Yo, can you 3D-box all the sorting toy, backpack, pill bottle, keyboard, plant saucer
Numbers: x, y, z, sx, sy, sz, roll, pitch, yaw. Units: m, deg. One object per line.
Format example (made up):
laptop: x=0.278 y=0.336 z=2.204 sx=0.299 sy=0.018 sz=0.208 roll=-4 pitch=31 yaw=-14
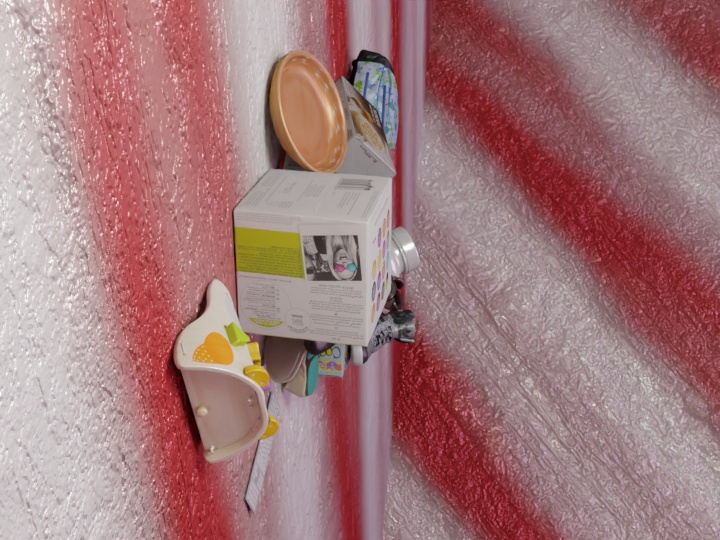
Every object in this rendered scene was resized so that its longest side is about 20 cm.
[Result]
sorting toy: x=-0.173 y=0.113 z=1.257 sx=0.201 sy=0.106 sz=0.181 roll=85 pitch=-6 yaw=-45
backpack: x=0.024 y=-0.351 z=2.136 sx=0.163 sy=0.153 sz=0.201 roll=90 pitch=20 yaw=-66
pill bottle: x=0.000 y=0.000 z=1.718 sx=0.113 sy=0.199 sz=0.113 roll=59 pitch=-16 yaw=27
keyboard: x=-0.161 y=0.299 z=1.606 sx=0.056 sy=0.011 sz=0.201 roll=83 pitch=14 yaw=-51
plant saucer: x=-0.087 y=-0.248 z=1.546 sx=0.200 sy=0.037 sz=0.202 roll=30 pitch=55 yaw=-54

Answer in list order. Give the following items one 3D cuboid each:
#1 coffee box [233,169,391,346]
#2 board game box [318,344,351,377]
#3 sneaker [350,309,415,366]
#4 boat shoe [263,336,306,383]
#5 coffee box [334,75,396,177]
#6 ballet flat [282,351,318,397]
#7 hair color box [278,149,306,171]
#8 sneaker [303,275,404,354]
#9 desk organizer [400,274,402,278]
coffee box: x=-0.065 y=-0.024 z=1.455 sx=0.200 sy=0.198 sz=0.199 roll=-62 pitch=155 yaw=-64
board game box: x=-0.065 y=0.114 z=1.829 sx=0.200 sy=0.104 sz=0.104 roll=-59 pitch=152 yaw=-72
sneaker: x=0.045 y=0.118 z=1.829 sx=0.200 sy=0.113 sz=0.076 roll=-67 pitch=159 yaw=-64
boat shoe: x=-0.117 y=0.096 z=1.611 sx=0.060 sy=0.073 sz=0.202 roll=64 pitch=23 yaw=-63
coffee box: x=-0.014 y=-0.241 z=1.736 sx=0.114 sy=0.079 sz=0.201 roll=40 pitch=24 yaw=-35
ballet flat: x=-0.100 y=0.138 z=1.684 sx=0.070 sy=0.069 sz=0.201 roll=-72 pitch=176 yaw=-56
hair color box: x=-0.095 y=-0.125 z=1.668 sx=0.200 sy=0.061 sz=0.102 roll=81 pitch=15 yaw=-59
sneaker: x=0.000 y=0.065 z=1.574 sx=0.200 sy=0.115 sz=0.076 roll=-49 pitch=131 yaw=-30
desk organizer: x=-0.003 y=-0.013 z=1.885 sx=0.199 sy=0.077 sz=0.072 roll=-8 pitch=-107 yaw=55
